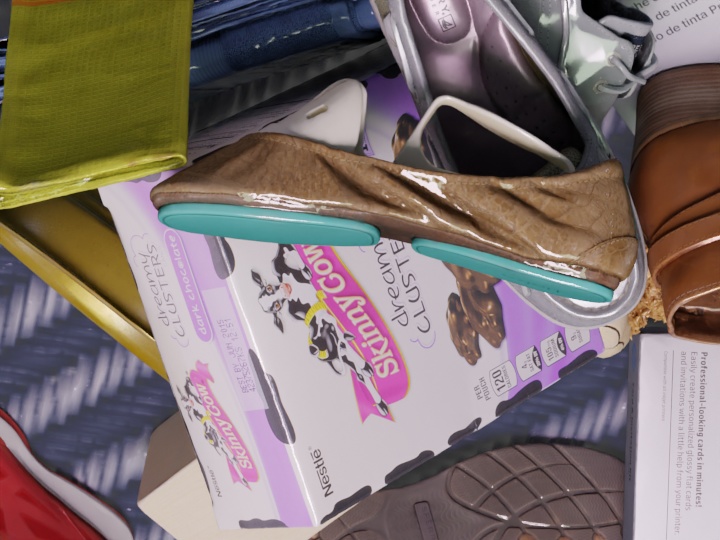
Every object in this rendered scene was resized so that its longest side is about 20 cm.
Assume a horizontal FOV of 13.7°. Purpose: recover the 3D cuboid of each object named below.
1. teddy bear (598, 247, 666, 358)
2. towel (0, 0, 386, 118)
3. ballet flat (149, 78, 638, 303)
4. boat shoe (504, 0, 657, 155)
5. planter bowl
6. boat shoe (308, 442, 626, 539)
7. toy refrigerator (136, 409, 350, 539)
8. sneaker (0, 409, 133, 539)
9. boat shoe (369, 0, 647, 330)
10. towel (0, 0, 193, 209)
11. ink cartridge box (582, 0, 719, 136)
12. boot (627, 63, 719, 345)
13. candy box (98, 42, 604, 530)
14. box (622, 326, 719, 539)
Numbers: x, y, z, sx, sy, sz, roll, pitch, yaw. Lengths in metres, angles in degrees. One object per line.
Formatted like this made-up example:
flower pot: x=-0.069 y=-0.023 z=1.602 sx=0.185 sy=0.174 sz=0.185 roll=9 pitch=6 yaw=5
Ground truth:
teddy bear: x=0.170 y=-0.001 z=1.432 sx=0.199 sy=0.145 sz=0.067 roll=-8 pitch=85 yaw=0
towel: x=-0.072 y=-0.105 z=1.350 sx=0.199 sy=0.112 sz=0.049 roll=-17 pitch=89 yaw=13
ballet flat: x=0.017 y=-0.038 z=1.219 sx=0.199 sy=0.073 sz=0.068 roll=9 pitch=171 yaw=1
boat shoe: x=0.092 y=-0.105 z=1.312 sx=0.071 sy=0.070 sz=0.202 roll=-1 pitch=103 yaw=23
planter bowl: x=-0.086 y=-0.001 z=1.411 sx=0.200 sy=0.200 sz=0.084 roll=41 pitch=83 yaw=-29
boat shoe: x=0.057 y=0.140 z=1.578 sx=0.199 sy=0.075 sz=0.073 roll=-7 pitch=159 yaw=-6
toy refrigerator: x=-0.015 y=0.068 z=1.511 sx=0.200 sy=0.070 sz=0.076 roll=-38 pitch=114 yaw=26
sneaker: x=-0.198 y=0.138 z=1.531 sx=0.200 sy=0.116 sz=0.078 roll=31 pitch=123 yaw=-24
boat shoe: x=0.061 y=-0.060 z=1.263 sx=0.074 sy=0.065 sz=0.203 roll=-24 pitch=104 yaw=6
towel: x=-0.112 y=-0.104 z=1.279 sx=0.086 sy=0.200 sz=0.018 roll=-14 pitch=130 yaw=10
ink cartridge box: x=0.182 y=-0.147 z=1.354 sx=0.199 sy=0.041 sz=0.200 roll=-27 pitch=124 yaw=20
boot: x=0.218 y=-0.036 z=1.317 sx=0.199 sy=0.155 sz=0.074 roll=-13 pitch=130 yaw=11
candy box: x=0.000 y=0.000 z=1.336 sx=0.071 sy=0.200 sz=0.168 roll=-6 pitch=107 yaw=48
box: x=0.234 y=0.108 z=1.517 sx=0.199 sy=0.041 sz=0.157 roll=2 pitch=96 yaw=-3
